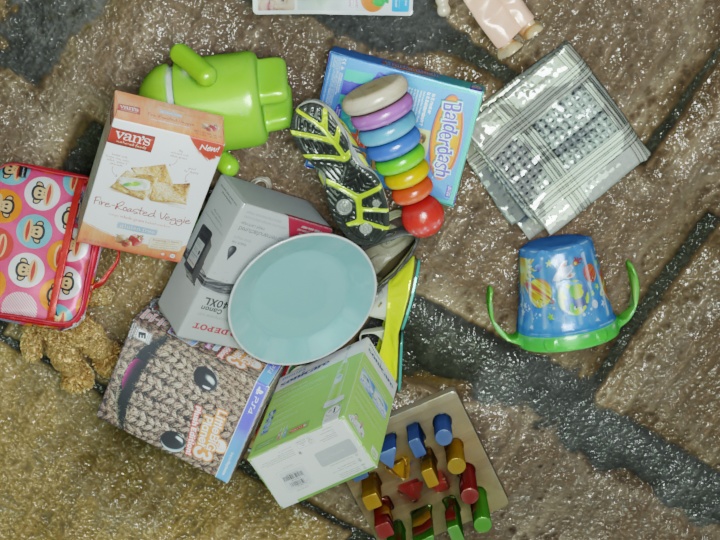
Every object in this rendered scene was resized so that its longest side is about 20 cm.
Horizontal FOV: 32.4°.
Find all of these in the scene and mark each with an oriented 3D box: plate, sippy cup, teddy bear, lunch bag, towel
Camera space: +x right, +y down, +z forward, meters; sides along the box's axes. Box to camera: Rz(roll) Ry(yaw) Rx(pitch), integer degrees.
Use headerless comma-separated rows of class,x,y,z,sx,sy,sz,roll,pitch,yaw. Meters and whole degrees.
plate,-0.075,0.033,1.574,0.198,0.026,0.202,-12,128,-16
sippy cup,0.261,0.025,1.611,0.176,0.139,0.132,-18,102,-35
teddy bear,-0.393,0.074,1.654,0.143,0.067,0.202,-9,111,1
lunch bag,-0.394,-0.026,1.573,0.174,0.082,0.203,11,82,-6
towel,0.240,-0.159,1.585,0.199,0.035,0.193,-37,107,13

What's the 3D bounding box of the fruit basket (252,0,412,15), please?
fruit basket,-0.029,-0.394,1.466,0.197,0.094,0.187,2,111,-4

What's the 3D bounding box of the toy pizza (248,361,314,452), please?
toy pizza,-0.123,0.170,1.709,0.197,0.032,0.203,0,110,0

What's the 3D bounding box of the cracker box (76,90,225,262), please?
cracker box,-0.253,-0.108,1.485,0.132,0.058,0.201,11,131,-19

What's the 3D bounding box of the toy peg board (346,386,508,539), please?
toy peg board,0.083,0.300,1.724,0.198,0.098,0.201,-24,109,8

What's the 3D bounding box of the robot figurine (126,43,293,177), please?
robot figurine,-0.184,-0.204,1.523,0.197,0.117,0.176,-8,142,1

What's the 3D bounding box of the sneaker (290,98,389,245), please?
sneaker,-0.017,-0.125,1.523,0.075,0.077,0.202,-20,111,13

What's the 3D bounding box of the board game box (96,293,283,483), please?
board game box,-0.223,0.155,1.646,0.198,0.097,0.161,25,112,2

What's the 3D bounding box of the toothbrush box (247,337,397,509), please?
toothbrush box,-0.044,0.191,1.583,0.145,0.200,0.087,-26,110,19

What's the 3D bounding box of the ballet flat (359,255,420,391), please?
ballet flat,0.034,0.074,1.657,0.066,0.067,0.202,8,112,0

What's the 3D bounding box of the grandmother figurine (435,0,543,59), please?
grandmother figurine,0.135,-0.354,1.503,0.121,0.060,0.201,-41,105,-15

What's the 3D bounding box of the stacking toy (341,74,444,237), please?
stacking toy,0.051,-0.132,1.511,0.085,0.086,0.202,-21,109,8

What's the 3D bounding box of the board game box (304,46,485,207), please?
board game box,0.043,-0.181,1.559,0.198,0.045,0.154,16,110,3

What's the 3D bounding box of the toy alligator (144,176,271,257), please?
toy alligator,-0.203,-0.063,1.609,0.199,0.054,0.060,-28,109,10

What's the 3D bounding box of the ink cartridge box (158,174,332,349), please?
ink cartridge box,-0.149,-0.003,1.587,0.144,0.083,0.201,14,113,-38

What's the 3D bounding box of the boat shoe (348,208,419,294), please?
boat shoe,0.000,0.000,1.627,0.073,0.065,0.200,39,107,-15
